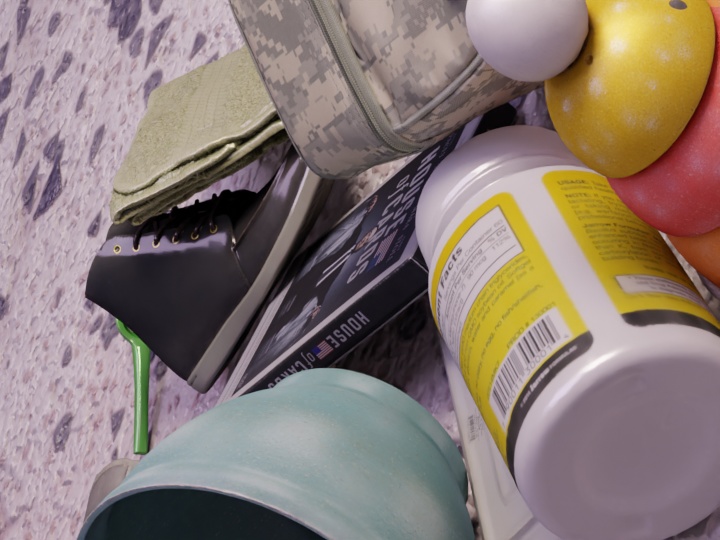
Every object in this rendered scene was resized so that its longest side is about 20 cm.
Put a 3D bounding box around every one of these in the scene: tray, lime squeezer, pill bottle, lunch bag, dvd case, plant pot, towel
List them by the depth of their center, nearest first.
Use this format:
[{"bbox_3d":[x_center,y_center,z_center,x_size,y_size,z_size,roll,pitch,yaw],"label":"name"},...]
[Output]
[{"bbox_3d":[0.097,0.023,1.042,0.115,0.114,0.201,-56,31,22],"label":"pill bottle"},{"bbox_3d":[0.060,-0.150,1.119,0.167,0.199,0.140,-18,97,44],"label":"lunch bag"},{"bbox_3d":[-0.023,0.135,1.122,0.200,0.200,0.134,-34,17,46],"label":"plant pot"},{"bbox_3d":[0.079,0.064,1.141,0.108,0.022,0.201,-49,34,33],"label":"tray"},{"bbox_3d":[0.000,0.000,1.255,0.200,0.025,0.151,-40,16,42],"label":"dvd case"},{"bbox_3d":[-0.081,-0.099,1.392,0.148,0.037,0.200,-27,18,15],"label":"towel"},{"bbox_3d":[-0.159,0.032,1.546,0.071,0.038,0.201,-53,34,26],"label":"lime squeezer"}]

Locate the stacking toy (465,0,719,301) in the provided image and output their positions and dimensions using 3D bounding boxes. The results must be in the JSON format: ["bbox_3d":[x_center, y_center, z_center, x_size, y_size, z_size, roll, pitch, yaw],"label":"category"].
[{"bbox_3d":[0.129,-0.076,0.964,0.146,0.199,0.147,-37,43,43],"label":"stacking toy"}]

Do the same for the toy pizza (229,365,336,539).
[{"bbox_3d":[-0.067,0.122,1.298,0.201,0.032,0.200,-51,12,15],"label":"toy pizza"}]

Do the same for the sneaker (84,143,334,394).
[{"bbox_3d":[-0.094,-0.023,1.368,0.201,0.106,0.075,-58,-1,30],"label":"sneaker"}]

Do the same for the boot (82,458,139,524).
[{"bbox_3d":[-0.169,0.242,1.389,0.182,0.072,0.201,114,164,-46],"label":"boot"}]
